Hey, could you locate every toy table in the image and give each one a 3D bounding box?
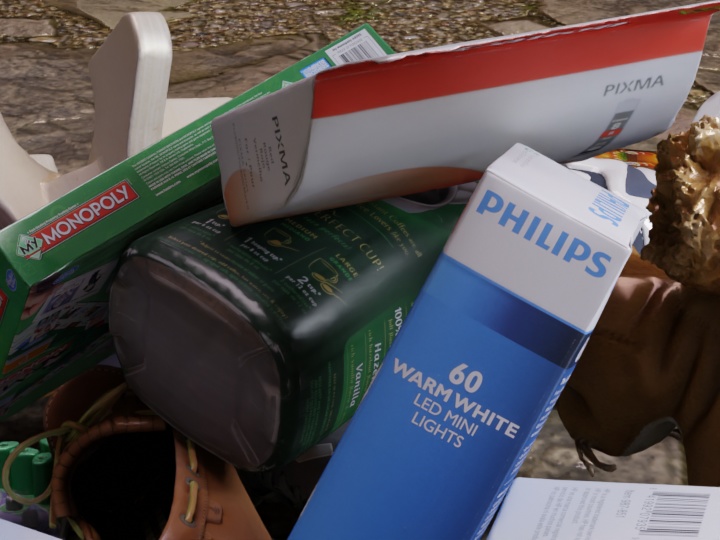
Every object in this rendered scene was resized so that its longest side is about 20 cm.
[{"bbox_3d":[-0.123,-0.027,1.248,0.200,0.117,0.184,5,-31,-43],"label":"toy table"}]

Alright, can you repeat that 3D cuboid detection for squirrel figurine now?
[{"bbox_3d":[0.160,0.018,1.050,0.187,0.200,0.142,22,35,28],"label":"squirrel figurine"}]

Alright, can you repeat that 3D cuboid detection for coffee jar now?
[{"bbox_3d":[0.000,0.000,1.075,0.104,0.085,0.200,33,43,31],"label":"coffee jar"}]

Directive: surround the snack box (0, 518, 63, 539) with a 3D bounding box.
[{"bbox_3d":[-0.172,0.148,0.886,0.200,0.068,0.169,12,30,34],"label":"snack box"}]

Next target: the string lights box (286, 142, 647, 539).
[{"bbox_3d":[0.029,0.059,0.924,0.059,0.200,0.103,28,11,5],"label":"string lights box"}]

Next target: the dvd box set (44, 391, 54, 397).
[{"bbox_3d":[-0.218,0.041,1.318,0.146,0.029,0.200,14,24,42],"label":"dvd box set"}]

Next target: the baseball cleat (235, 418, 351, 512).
[{"bbox_3d":[-0.021,0.089,1.106,0.106,0.070,0.200,-35,30,11],"label":"baseball cleat"}]

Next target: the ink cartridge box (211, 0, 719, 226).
[{"bbox_3d":[0.050,-0.058,0.953,0.162,0.050,0.200,-11,3,-20],"label":"ink cartridge box"}]

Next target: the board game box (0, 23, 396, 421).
[{"bbox_3d":[-0.079,-0.017,1.100,0.200,0.135,0.029,-32,75,-30],"label":"board game box"}]

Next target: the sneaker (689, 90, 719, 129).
[{"bbox_3d":[0.254,-0.010,1.235,0.200,0.081,0.146,34,-3,37],"label":"sneaker"}]

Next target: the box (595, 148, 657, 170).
[{"bbox_3d":[0.157,-0.023,1.412,0.137,0.039,0.200,4,18,-2],"label":"box"}]

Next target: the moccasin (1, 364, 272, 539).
[{"bbox_3d":[-0.096,0.087,1.065,0.074,0.078,0.201,-45,28,7],"label":"moccasin"}]

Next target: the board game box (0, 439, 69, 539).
[{"bbox_3d":[-0.227,0.119,1.087,0.200,0.026,0.200,-3,18,1],"label":"board game box"}]

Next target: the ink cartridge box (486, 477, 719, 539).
[{"bbox_3d":[0.139,0.136,0.878,0.200,0.084,0.145,1,17,14],"label":"ink cartridge box"}]

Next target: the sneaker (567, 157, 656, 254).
[{"bbox_3d":[0.049,-0.030,1.257,0.130,0.080,0.199,-5,25,-39],"label":"sneaker"}]
